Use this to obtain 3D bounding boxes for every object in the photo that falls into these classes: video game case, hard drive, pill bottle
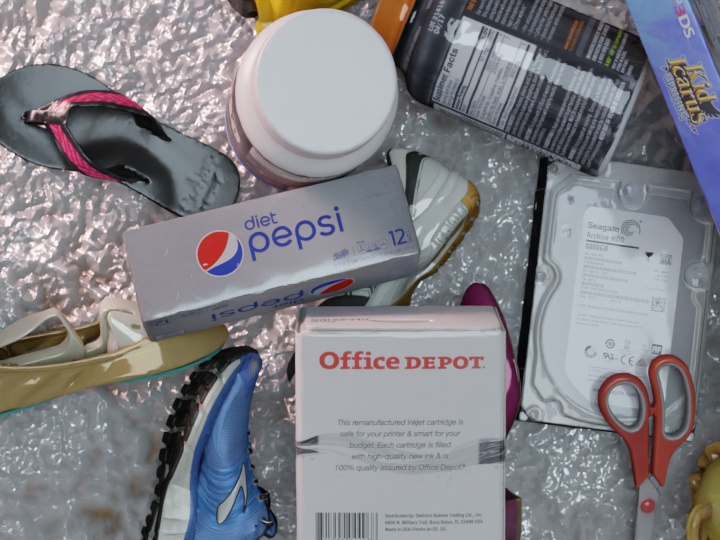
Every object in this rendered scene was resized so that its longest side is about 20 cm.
[{"bbox_3d":[0.252,-0.127,1.434,0.045,0.181,0.202,-22,90,17],"label":"video game case"},{"bbox_3d":[0.192,0.020,1.492,0.138,0.038,0.202,8,86,-7],"label":"hard drive"},{"bbox_3d":[-0.034,-0.118,1.385,0.112,0.200,0.115,0,87,-7],"label":"pill bottle"},{"bbox_3d":[0.104,-0.153,1.446,0.198,0.106,0.107,24,85,4],"label":"pill bottle"}]

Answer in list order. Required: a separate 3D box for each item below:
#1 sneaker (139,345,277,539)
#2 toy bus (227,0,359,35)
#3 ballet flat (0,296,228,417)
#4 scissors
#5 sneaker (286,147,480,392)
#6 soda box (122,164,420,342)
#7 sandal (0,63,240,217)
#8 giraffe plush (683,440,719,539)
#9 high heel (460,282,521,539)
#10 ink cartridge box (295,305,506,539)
[{"bbox_3d":[-0.100,0.153,1.437,0.088,0.078,0.202,14,92,-17],"label":"sneaker"},{"bbox_3d":[-0.058,-0.282,1.395,0.135,0.192,0.201,-29,90,-6],"label":"toy bus"},{"bbox_3d":[-0.193,0.053,1.419,0.198,0.069,0.064,-16,116,-8],"label":"ballet flat"},{"bbox_3d":[0.220,0.162,1.476,0.072,0.014,0.202,-10,103,-6],"label":"scissors"},{"bbox_3d":[0.000,0.000,1.459,0.087,0.076,0.201,36,81,12],"label":"sneaker"},{"bbox_3d":[-0.061,-0.012,1.387,0.198,0.064,0.069,-15,75,-4],"label":"soda box"},{"bbox_3d":[-0.179,-0.095,1.443,0.198,0.045,0.076,23,85,-6],"label":"sandal"},{"bbox_3d":[0.302,0.142,1.437,0.172,0.200,0.163,26,90,-30],"label":"giraffe plush"},{"bbox_3d":[0.065,0.113,1.453,0.095,0.067,0.202,-6,92,-18],"label":"high heel"},{"bbox_3d":[0.027,0.128,1.381,0.143,0.084,0.202,0,102,-1],"label":"ink cartridge box"}]
